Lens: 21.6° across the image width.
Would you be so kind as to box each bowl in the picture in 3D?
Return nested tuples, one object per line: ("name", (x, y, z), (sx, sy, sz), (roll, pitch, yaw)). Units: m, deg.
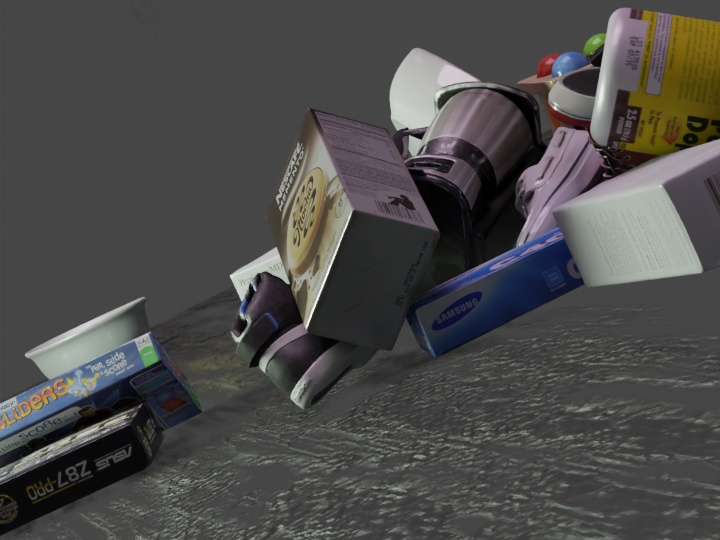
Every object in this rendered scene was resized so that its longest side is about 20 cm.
("bowl", (-0.393, 0.121, 2.826), (0.200, 0.091, 0.201), (-26, 4, 2))
("bowl", (0.113, -0.120, 1.942), (0.075, 0.200, 0.200), (-42, 42, -9))

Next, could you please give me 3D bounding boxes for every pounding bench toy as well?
("pounding bench toy", (0.284, -0.171, 1.917), (0.199, 0.157, 0.124), (-22, 9, -9))

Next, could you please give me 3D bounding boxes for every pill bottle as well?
("pill bottle", (0.283, -0.135, 1.453), (0.199, 0.110, 0.109), (10, 10, 6))

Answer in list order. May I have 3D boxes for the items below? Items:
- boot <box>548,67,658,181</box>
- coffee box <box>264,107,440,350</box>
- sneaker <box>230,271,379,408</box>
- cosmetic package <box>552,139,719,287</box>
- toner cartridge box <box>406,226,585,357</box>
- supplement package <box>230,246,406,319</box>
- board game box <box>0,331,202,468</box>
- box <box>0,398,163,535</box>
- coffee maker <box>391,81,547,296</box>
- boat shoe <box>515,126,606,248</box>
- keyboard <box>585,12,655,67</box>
("boot", (0.217, -0.095, 1.609), (0.199, 0.072, 0.145), (-1, -59, -45))
("coffee box", (-0.010, -0.037, 1.549), (0.079, 0.113, 0.200), (14, 24, -19))
("sneaker", (-0.037, 0.033, 1.585), (0.073, 0.112, 0.200), (-55, -10, 27))
("cosmetic package", (0.228, -0.042, 1.363), (0.101, 0.074, 0.200), (-26, 2, -15))
("toner cartridge box", (0.134, 0.004, 1.517), (0.199, 0.043, 0.095), (-26, 3, -5))
("supplement package", (0.000, 0.000, 1.894), (0.199, 0.111, 0.156), (-24, 4, 24))
("board game box", (-0.263, 0.140, 1.793), (0.199, 0.035, 0.135), (-25, -28, 0))
("box", (-0.280, 0.185, 1.694), (0.199, 0.049, 0.161), (-25, 5, -1))
("coffee maker", (0.099, -0.048, 1.723), (0.134, 0.193, 0.200), (-17, 23, 34))
("boat shoe", (0.168, -0.062, 1.674), (0.067, 0.074, 0.200), (18, 36, 18))
("keyboard", (0.287, -0.142, 1.687), (0.104, 0.200, 0.040), (-39, 32, 32))
